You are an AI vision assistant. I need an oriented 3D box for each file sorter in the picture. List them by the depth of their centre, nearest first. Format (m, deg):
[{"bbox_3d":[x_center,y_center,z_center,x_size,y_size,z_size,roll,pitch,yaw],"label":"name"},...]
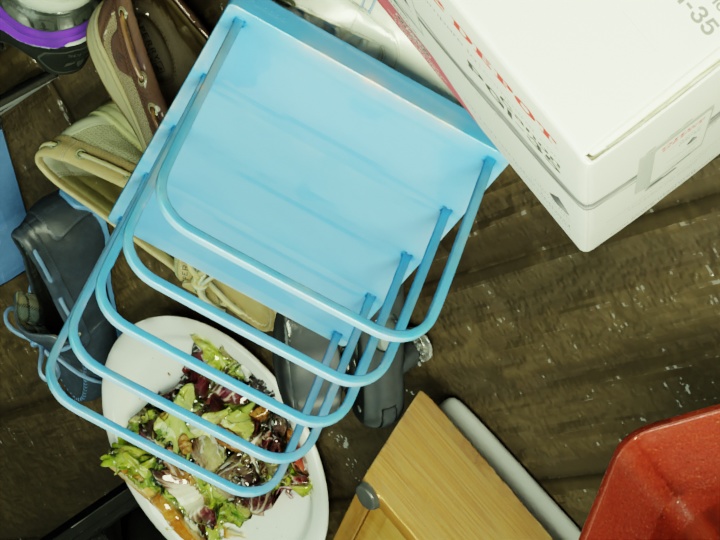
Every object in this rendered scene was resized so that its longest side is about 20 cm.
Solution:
[{"bbox_3d":[-0.047,-0.001,0.865,0.139,0.123,0.200,29,146,-8],"label":"file sorter"}]

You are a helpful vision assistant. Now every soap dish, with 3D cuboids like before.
[{"bbox_3d":[0.066,0.183,1.053,0.200,0.081,0.157,49,150,16],"label":"soap dish"}]

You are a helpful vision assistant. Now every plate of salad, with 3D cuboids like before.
[{"bbox_3d":[-0.105,0.125,1.256,0.200,0.048,0.201,20,124,33],"label":"plate of salad"}]

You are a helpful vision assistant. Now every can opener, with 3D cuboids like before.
[{"bbox_3d":[0.000,0.000,0.996,0.063,0.078,0.200,41,139,41],"label":"can opener"}]

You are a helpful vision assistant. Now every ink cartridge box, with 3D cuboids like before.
[{"bbox_3d":[0.067,-0.098,0.685,0.147,0.083,0.200,52,-179,10],"label":"ink cartridge box"}]

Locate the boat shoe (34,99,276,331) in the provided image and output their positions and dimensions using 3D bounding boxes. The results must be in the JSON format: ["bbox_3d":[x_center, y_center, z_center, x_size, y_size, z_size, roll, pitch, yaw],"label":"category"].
[{"bbox_3d":[-0.111,-0.024,1.135,0.201,0.063,0.073,44,149,23],"label":"boat shoe"}]

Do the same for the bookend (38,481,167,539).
[{"bbox_3d":[-0.159,0.264,1.357,0.199,0.200,0.092,58,152,-1],"label":"bookend"}]

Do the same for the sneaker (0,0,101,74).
[{"bbox_3d":[-0.229,-0.184,1.152,0.200,0.070,0.100,42,150,26],"label":"sneaker"}]

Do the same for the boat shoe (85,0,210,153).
[{"bbox_3d":[-0.079,-0.075,1.033,0.200,0.072,0.072,61,153,6],"label":"boat shoe"}]

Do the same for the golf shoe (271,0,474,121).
[{"bbox_3d":[-0.011,-0.116,0.859,0.200,0.097,0.078,49,148,11],"label":"golf shoe"}]

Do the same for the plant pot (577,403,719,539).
[{"bbox_3d":[0.194,0.163,0.694,0.200,0.200,0.176,-20,116,38],"label":"plant pot"}]

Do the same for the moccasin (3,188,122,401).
[{"bbox_3d":[-0.216,0.022,1.337,0.080,0.068,0.200,36,145,33],"label":"moccasin"}]

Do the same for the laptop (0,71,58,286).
[{"bbox_3d":[-0.284,-0.024,1.272,0.116,0.187,0.200,60,151,-8],"label":"laptop"}]
